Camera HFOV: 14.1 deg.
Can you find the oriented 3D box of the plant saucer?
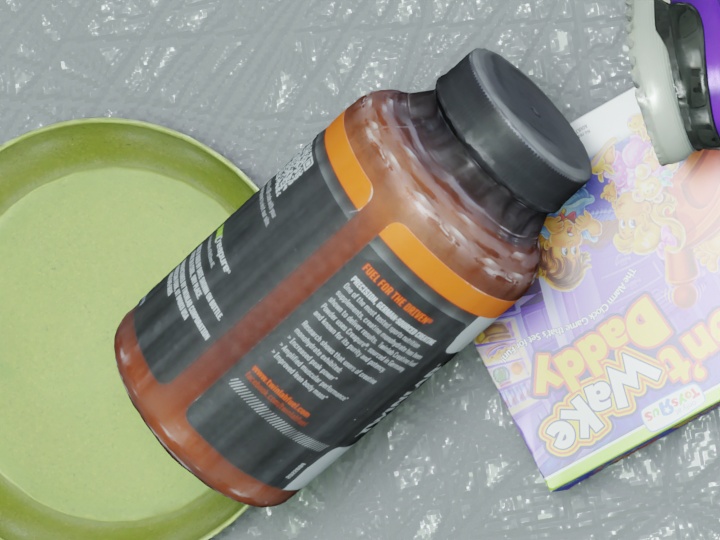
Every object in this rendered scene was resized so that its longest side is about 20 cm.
[{"bbox_3d":[-0.113,0.033,1.301,0.199,0.031,0.201,0,88,13],"label":"plant saucer"}]

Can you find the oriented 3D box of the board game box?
[{"bbox_3d":[0.139,-0.012,1.232,0.200,0.045,0.135,-30,81,11],"label":"board game box"}]

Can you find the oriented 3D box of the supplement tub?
[{"bbox_3d":[0.000,0.000,1.191,0.200,0.107,0.107,-42,79,19],"label":"supplement tub"}]

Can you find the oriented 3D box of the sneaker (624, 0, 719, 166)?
[{"bbox_3d":[0.159,-0.136,1.191,0.099,0.070,0.201,-11,58,17],"label":"sneaker"}]
